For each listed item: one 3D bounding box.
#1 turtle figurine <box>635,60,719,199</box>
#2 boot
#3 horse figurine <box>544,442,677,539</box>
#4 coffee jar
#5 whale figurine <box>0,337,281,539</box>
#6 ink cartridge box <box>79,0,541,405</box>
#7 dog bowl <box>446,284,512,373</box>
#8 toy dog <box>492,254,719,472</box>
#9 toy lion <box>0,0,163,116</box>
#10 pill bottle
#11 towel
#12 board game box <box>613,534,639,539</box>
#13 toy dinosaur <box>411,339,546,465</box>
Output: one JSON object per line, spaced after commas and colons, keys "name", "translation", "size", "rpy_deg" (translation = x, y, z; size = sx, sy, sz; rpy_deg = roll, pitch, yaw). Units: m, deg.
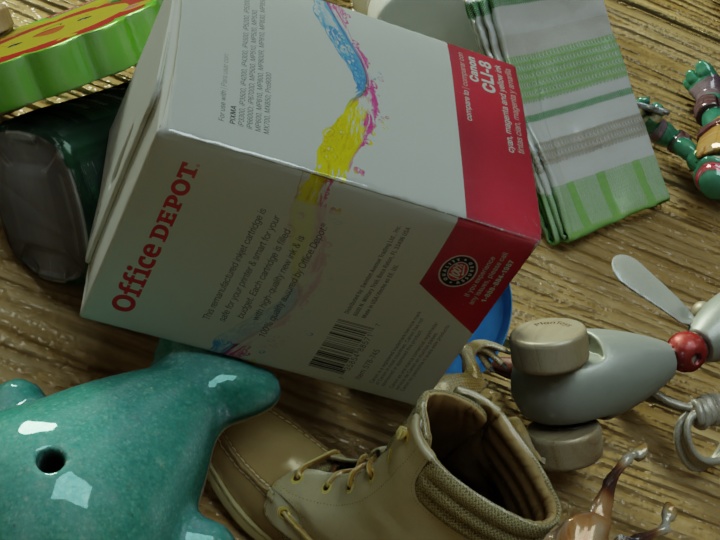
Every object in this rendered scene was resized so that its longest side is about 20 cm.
{"name": "turtle figurine", "translation": [0.299, -0.118, 1.196], "size": [0.149, 0.101, 0.200], "rpy_deg": [1, 32, 24]}
{"name": "boot", "translation": [0.004, 0.106, 0.775], "size": [0.200, 0.156, 0.073], "rpy_deg": [44, 45, 19]}
{"name": "horse figurine", "translation": [0.162, 0.194, 0.848], "size": [0.132, 0.050, 0.200], "rpy_deg": [-25, 69, -29]}
{"name": "coffee jar", "translation": [-0.132, -0.076, 0.916], "size": [0.085, 0.105, 0.200], "rpy_deg": [10, 31, 35]}
{"name": "whale figurine", "translation": [-0.125, 0.094, 0.730], "size": [0.159, 0.104, 0.200], "rpy_deg": [34, 59, 19]}
{"name": "ink cartridge box", "translation": [-0.031, -0.045, 0.771], "size": [0.199, 0.145, 0.145], "rpy_deg": [16, 45, -18]}
{"name": "dog bowl", "translation": [0.000, 0.000, 0.919], "size": [0.199, 0.112, 0.050], "rpy_deg": [29, 2, 2]}
{"name": "toy dog", "translation": [0.164, 0.058, 0.957], "size": [0.199, 0.132, 0.096], "rpy_deg": [4, 13, -33]}
{"name": "toy lion", "translation": [-0.166, -0.144, 0.895], "size": [0.200, 0.069, 0.192], "rpy_deg": [-27, 19, -22]}
{"name": "pill bottle", "translation": [0.041, -0.259, 1.182], "size": [0.113, 0.113, 0.201], "rpy_deg": [9, 45, -21]}
{"name": "towel", "translation": [0.167, -0.132, 1.119], "size": [0.149, 0.031, 0.201], "rpy_deg": [-21, 91, -38]}
{"name": "board game box", "translation": [0.147, 0.236, 0.690], "size": [0.159, 0.200, 0.097], "rpy_deg": [18, 43, -13]}
{"name": "toy dinosaur", "translation": [0.049, 0.075, 0.836], "size": [0.200, 0.058, 0.101], "rpy_deg": [43, 25, -1]}
